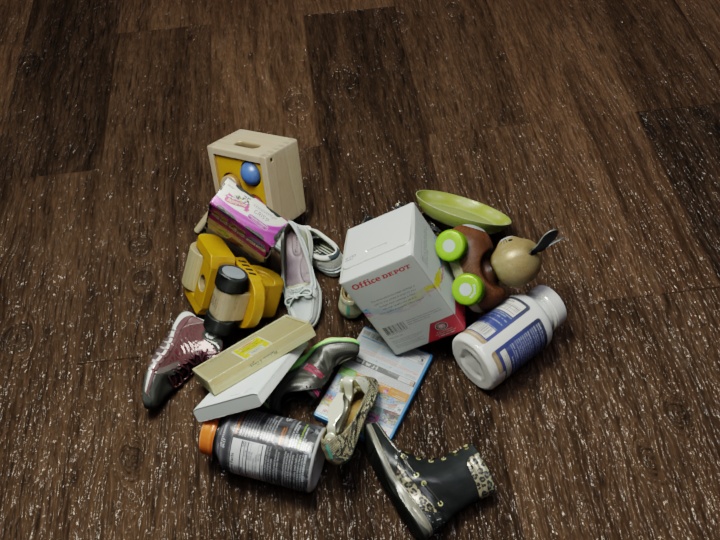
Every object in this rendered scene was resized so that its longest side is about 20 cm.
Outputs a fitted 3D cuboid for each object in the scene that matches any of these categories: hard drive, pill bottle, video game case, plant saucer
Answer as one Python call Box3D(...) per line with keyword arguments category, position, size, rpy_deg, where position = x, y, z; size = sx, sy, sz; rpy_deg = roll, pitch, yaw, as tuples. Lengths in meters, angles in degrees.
Box3D(category="hard drive", position=(-0.180, 0.178, 1.300), size=(0.130, 0.027, 0.200), rpy_deg=(-19, 15, 25))
Box3D(category="pill bottle", position=(-0.160, 0.285, 1.258), size=(0.197, 0.107, 0.107), rpy_deg=(12, 54, 11))
Box3D(category="video game case", position=(0.025, 0.205, 1.369), size=(0.142, 0.018, 0.201), rpy_deg=(21, 56, 17))
Box3D(category="plant saucer", position=(0.201, -0.113, 1.541), size=(0.197, 0.031, 0.200), rpy_deg=(14, 19, -5))
Box3D(category="pill bottle", position=(0.268, 0.112, 1.371), size=(0.199, 0.112, 0.111), rpy_deg=(-33, 58, -21))

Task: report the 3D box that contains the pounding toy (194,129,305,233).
Box3D(category="pounding toy", position=(-0.234, -0.166, 1.556), size=(0.198, 0.186, 0.142), rpy_deg=(15, 36, 32))

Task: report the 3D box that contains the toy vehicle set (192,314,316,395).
Box3D(category="toy vehicle set", position=(-0.185, 0.141, 1.331), size=(0.198, 0.027, 0.124), rpy_deg=(-30, 14, -19))

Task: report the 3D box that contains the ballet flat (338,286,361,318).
Box3D(category="ballet flat", position=(0.000, 0.000, 1.497), size=(0.066, 0.063, 0.202), rpy_deg=(5, 53, 6))

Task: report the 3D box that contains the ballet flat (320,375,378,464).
Box3D(category="ballet flat", position=(-0.019, 0.222, 1.265), size=(0.067, 0.076, 0.201), rpy_deg=(-9, 32, 26))

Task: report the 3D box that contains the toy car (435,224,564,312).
Box3D(category="toy car", position=(0.257, -0.030, 1.355), size=(0.198, 0.164, 0.160), rpy_deg=(-24, 79, 20))

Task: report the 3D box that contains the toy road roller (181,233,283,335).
Box3D(category="toy road roller", position=(-0.235, 0.028, 1.448), size=(0.144, 0.124, 0.200), rpy_deg=(2, 29, -37))

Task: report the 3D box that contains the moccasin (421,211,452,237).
Box3D(category="moccasin", position=(0.185, -0.044, 1.513), size=(0.073, 0.078, 0.202), rpy_deg=(-27, 57, -20))

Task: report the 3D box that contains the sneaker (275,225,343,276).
Box3D(category="sneaker", position=(-0.112, -0.063, 1.542), size=(0.198, 0.071, 0.073), rpy_deg=(26, 58, 23))

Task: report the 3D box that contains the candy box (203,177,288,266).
Box3D(category="candy box", position=(-0.216, -0.081, 1.439), size=(0.136, 0.200, 0.061), rpy_deg=(36, 71, -5))

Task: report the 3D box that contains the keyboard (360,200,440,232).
Box3D(category="keyboard", position=(0.091, -0.050, 1.475), size=(0.198, 0.021, 0.128), rpy_deg=(28, 94, 2))

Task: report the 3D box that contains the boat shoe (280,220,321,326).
Box3D(category="boat shoe", position=(-0.119, 0.009, 1.456), size=(0.073, 0.065, 0.205), rpy_deg=(-7, 78, 17))

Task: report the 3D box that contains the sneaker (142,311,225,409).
Box3D(category="sneaker", position=(-0.303, 0.165, 1.377), size=(0.114, 0.076, 0.202), rpy_deg=(13, 54, 8))

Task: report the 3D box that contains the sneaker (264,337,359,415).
Box3D(category="sneaker", position=(-0.082, 0.187, 1.357), size=(0.198, 0.077, 0.084), rpy_deg=(-31, 63, -6))

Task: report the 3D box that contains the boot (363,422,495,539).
Box3D(category="boot", position=(0.108, 0.313, 1.251), size=(0.152, 0.074, 0.205), rpy_deg=(-23, 59, -18))

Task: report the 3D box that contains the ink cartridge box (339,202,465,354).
Box3D(category="ink cartridge box", position=(0.077, 0.015, 1.358), size=(0.144, 0.201, 0.146), rpy_deg=(-21, 37, 23))
